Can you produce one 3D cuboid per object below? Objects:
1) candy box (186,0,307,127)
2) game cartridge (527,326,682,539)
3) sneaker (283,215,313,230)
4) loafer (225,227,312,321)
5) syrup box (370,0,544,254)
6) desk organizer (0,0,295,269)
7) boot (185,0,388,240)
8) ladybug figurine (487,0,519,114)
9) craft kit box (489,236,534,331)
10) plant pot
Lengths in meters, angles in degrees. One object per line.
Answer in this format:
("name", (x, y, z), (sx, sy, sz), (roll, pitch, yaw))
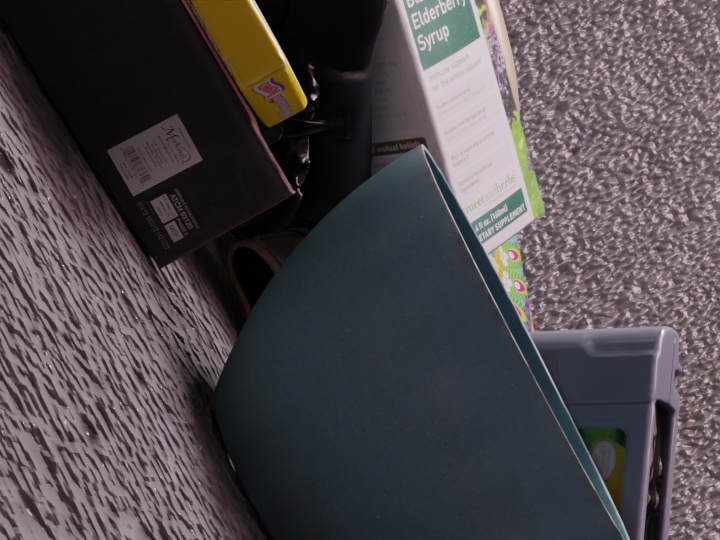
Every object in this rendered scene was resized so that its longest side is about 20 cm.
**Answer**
("candy box", (-0.084, -0.158, 1.056), (0.200, 0.026, 0.102), (60, 3, 7))
("game cartridge", (0.082, 0.125, 1.179), (0.040, 0.133, 0.201), (29, 62, -50))
("sneaker", (0.000, 0.000, 1.358), (0.085, 0.077, 0.201), (12, 58, -44))
("loafer", (-0.013, 0.067, 1.264), (0.063, 0.072, 0.200), (6, 52, -60))
("syrup box", (0.020, -0.104, 1.270), (0.079, 0.081, 0.201), (-35, 115, -49))
("desk organizer", (-0.111, -0.109, 1.097), (0.200, 0.072, 0.077), (60, 3, -31))
("boot", (-0.083, -0.099, 1.202), (0.076, 0.199, 0.169), (-96, -166, -59))
("ladybug figurine", (0.029, -0.126, 1.378), (0.136, 0.072, 0.201), (127, -53, -63))
("craft kit box", (0.017, -0.042, 1.501), (0.200, 0.048, 0.198), (18, 51, -44))
("plant pot", (0.015, 0.065, 1.082), (0.200, 0.134, 0.200), (61, 4, -8))
